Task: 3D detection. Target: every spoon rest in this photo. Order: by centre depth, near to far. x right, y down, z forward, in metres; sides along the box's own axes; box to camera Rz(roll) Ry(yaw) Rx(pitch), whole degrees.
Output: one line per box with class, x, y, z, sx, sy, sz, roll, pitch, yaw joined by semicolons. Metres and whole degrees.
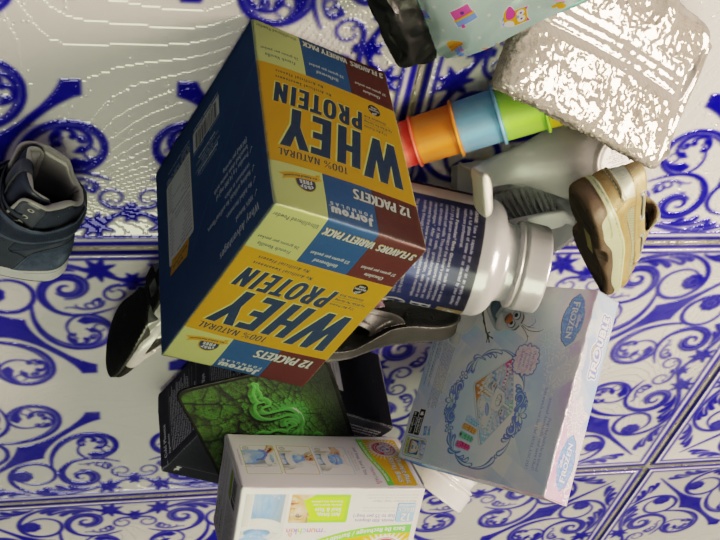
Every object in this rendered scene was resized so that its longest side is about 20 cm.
spoon rest;0.182;-0.098;0.984;0.198;0.061;0.101;-15;114;-22

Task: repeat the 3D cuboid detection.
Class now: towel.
towel;0.203;-0.174;0.882;0.198;0.034;0.134;19;95;-32

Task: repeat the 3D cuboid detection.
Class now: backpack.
backpack;0.092;-0.238;0.759;0.198;0.128;0.167;-22;137;9

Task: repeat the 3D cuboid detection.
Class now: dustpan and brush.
dustpan and brush;0.191;-0.055;1.059;0.197;0.058;0.140;-9;141;-2

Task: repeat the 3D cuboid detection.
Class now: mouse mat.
mouse mat;-0.093;0.163;1.138;0.159;0.008;0.201;-13;141;2

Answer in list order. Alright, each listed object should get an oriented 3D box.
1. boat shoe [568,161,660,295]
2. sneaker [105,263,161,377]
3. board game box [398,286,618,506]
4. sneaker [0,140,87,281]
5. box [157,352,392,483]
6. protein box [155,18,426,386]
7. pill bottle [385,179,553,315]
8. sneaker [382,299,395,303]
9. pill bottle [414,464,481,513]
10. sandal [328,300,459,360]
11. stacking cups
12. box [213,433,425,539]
boat shoe;0.240;-0.037;0.986;0.076;0.072;0.200;-30;158;1
sneaker;-0.185;0.045;1.081;0.088;0.075;0.200;17;130;-37
board game box;0.144;0.113;1.080;0.043;0.203;0.198;26;166;-38
sneaker;-0.332;-0.053;0.912;0.200;0.078;0.146;1;152;-30
box;-0.099;0.158;1.218;0.198;0.105;0.182;21;130;-34
protein box;-0.069;-0.050;0.889;0.134;0.202;0.199;15;135;-29
pill bottle;0.072;-0.021;0.996;0.197;0.112;0.112;12;139;-3
sneaker;0.000;0.000;1.076;0.198;0.077;0.081;2;141;-32
pill bottle;0.135;0.163;1.202;0.201;0.112;0.112;-54;136;-5
sandal;0.008;0.040;1.024;0.198;0.075;0.049;-8;122;-34
stacking cups;0.102;-0.135;0.947;0.197;0.061;0.061;-14;142;9
box;-0.045;0.247;1.136;0.197;0.101;0.114;3;112;-18
